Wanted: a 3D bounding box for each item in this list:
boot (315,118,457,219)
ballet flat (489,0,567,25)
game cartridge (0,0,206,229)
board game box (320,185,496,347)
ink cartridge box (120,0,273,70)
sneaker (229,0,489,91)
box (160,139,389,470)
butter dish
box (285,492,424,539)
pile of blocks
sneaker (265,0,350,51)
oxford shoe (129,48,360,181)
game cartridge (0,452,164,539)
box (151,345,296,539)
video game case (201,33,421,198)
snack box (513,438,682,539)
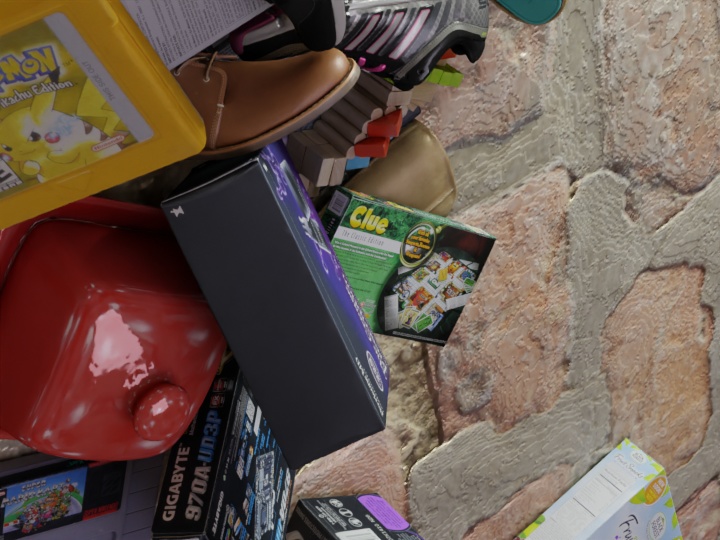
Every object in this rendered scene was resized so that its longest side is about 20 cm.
[{"bbox_3d":[0.000,0.000,1.258,0.200,0.066,0.176,-40,145,-17],"label":"boot"},{"bbox_3d":[0.073,-0.253,1.131,0.199,0.063,0.068,36,125,-28],"label":"ballet flat"},{"bbox_3d":[-0.214,-0.114,0.938,0.175,0.033,0.200,-20,140,14],"label":"game cartridge"},{"bbox_3d":[0.027,0.000,1.224,0.199,0.023,0.106,14,107,-51],"label":"board game box"},{"bbox_3d":[-0.130,-0.208,0.974,0.199,0.076,0.137,-36,137,-18],"label":"ink cartridge box"},{"bbox_3d":[0.008,-0.162,1.078,0.198,0.074,0.088,-17,113,-17],"label":"sneaker"},{"bbox_3d":[-0.053,0.016,1.074,0.078,0.141,0.202,-23,101,10],"label":"box"},{"bbox_3d":[-0.170,0.064,1.088,0.199,0.148,0.201,9,112,-45],"label":"butter dish"},{"bbox_3d":[-0.023,0.323,1.434,0.105,0.122,0.202,2,117,-43],"label":"box"},{"bbox_3d":[0.025,-0.121,1.163,0.200,0.062,0.082,-50,140,1],"label":"pile of blocks"},{"bbox_3d":[-0.072,-0.207,0.931,0.089,0.070,0.201,-25,135,-5],"label":"sneaker"},{"bbox_3d":[-0.099,-0.117,1.019,0.198,0.072,0.072,-14,121,13],"label":"oxford shoe"},{"bbox_3d":[-0.249,0.200,1.207,0.198,0.038,0.131,-11,130,-37],"label":"game cartridge"},{"bbox_3d":[-0.099,0.164,1.207,0.045,0.201,0.160,-4,138,15],"label":"box"},{"bbox_3d":[-0.036,-0.150,1.148,0.142,0.019,0.201,-38,139,-13],"label":"video game case"},{"bbox_3d":[0.262,0.312,1.727,0.200,0.068,0.169,-41,138,-14],"label":"snack box"}]
